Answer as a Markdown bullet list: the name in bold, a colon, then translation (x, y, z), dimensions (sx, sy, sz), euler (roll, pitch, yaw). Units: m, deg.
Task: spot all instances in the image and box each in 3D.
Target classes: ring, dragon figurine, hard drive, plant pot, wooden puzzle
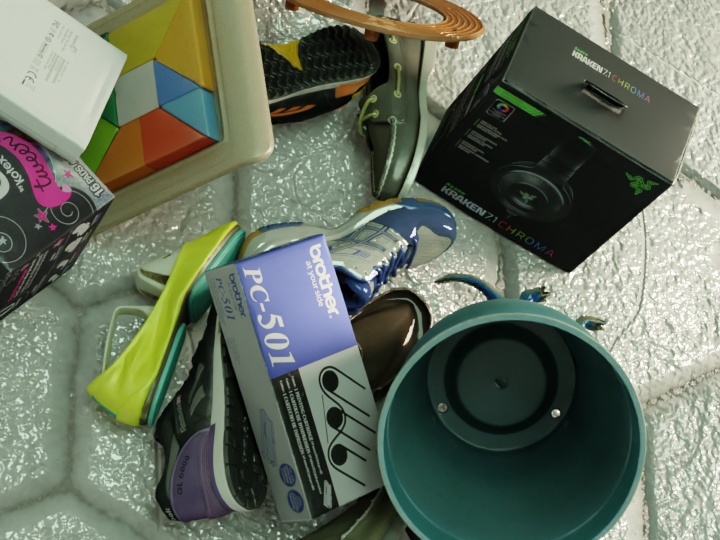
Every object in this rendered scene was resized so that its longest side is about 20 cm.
- **ring**: translation (0.011, -0.231, 1.582), dimensions (0.199, 0.019, 0.201), euler (12, 20, -4)
- **dragon figurine**: translation (0.150, 0.073, 1.542), dimensions (0.199, 0.059, 0.100), euler (30, 58, -10)
- **hard drive**: translation (-0.278, -0.178, 1.342), dimensions (0.200, 0.026, 0.132), euler (33, 37, -16)
- **plant pot**: translation (0.116, 0.108, 1.413), dimensions (0.199, 0.188, 0.201), euler (1, 103, 2)
- **wooden puzzle**: translation (-0.170, -0.141, 1.438), dimensions (0.037, 0.199, 0.186), euler (27, 48, -56)

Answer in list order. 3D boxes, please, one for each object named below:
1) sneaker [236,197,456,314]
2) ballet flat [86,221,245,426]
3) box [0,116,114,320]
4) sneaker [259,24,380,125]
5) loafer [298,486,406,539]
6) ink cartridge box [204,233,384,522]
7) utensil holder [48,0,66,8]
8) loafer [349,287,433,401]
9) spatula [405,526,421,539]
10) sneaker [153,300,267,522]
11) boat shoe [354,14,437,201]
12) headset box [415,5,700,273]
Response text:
- **sneaker**: translation (0.000, 0.000, 1.487), dimensions (0.199, 0.076, 0.088), euler (-14, 45, -23)
- **ballet flat**: translation (-0.158, 0.031, 1.425), dimensions (0.067, 0.067, 0.201), euler (21, 59, 6)
- **box**: translation (-0.307, -0.072, 1.362), dimensions (0.200, 0.132, 0.115), euler (47, 55, 3)
- **sneaker**: translation (-0.081, -0.150, 1.525), dimensions (0.199, 0.090, 0.070), euler (-12, 63, -30)
- **loafer**: translation (-0.022, 0.221, 1.375), dimensions (0.069, 0.075, 0.200), euler (34, 42, 0)
- **ink cartridge box**: translation (-0.045, 0.081, 1.368), dimensions (0.094, 0.044, 0.201), euler (-20, 94, -41)
- **utensil holder**: translation (-0.308, -0.308, 1.456), dimensions (0.200, 0.170, 0.170), euler (41, 57, -5)
- **loafer**: translation (-0.003, 0.078, 1.464), dimensions (0.073, 0.071, 0.200), euler (47, 57, 2)
- **spatula**: translation (0.063, 0.248, 1.443), dimensions (0.056, 0.021, 0.201), euler (-16, 73, -28)
- **sneaker**: translation (-0.124, 0.100, 1.393), dimensions (0.076, 0.087, 0.201), euler (48, 34, -44)
- **boat shoe**: translation (0.025, -0.142, 1.583), dimensions (0.060, 0.072, 0.203), euler (18, 54, -16)
- **headset box**: translation (0.172, -0.112, 1.557), dimensions (0.174, 0.200, 0.093), euler (31, 57, -9)
